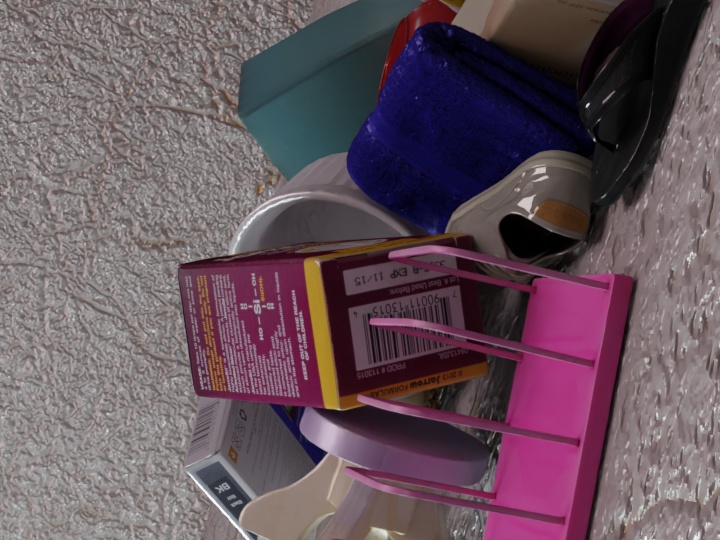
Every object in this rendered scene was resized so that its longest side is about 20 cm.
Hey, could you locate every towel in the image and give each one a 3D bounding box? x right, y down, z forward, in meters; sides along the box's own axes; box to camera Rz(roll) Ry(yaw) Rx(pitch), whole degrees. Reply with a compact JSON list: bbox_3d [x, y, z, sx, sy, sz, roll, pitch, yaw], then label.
[{"bbox_3d":[0.073,-0.081,1.090,0.050,0.147,0.200,-64,3,-28],"label":"towel"}]

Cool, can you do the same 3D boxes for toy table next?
[{"bbox_3d":[0.009,0.163,1.112,0.200,0.183,0.118,11,-81,-59],"label":"toy table"}]

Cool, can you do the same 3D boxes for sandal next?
[{"bbox_3d":[0.162,-0.136,0.924,0.075,0.048,0.201,-97,22,-64],"label":"sandal"}]

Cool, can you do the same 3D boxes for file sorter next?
[{"bbox_3d":[0.065,0.091,0.953,0.139,0.125,0.201,173,109,-77],"label":"file sorter"}]

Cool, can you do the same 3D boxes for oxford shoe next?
[{"bbox_3d":[0.102,-0.018,1.065,0.200,0.075,0.058,133,152,-64],"label":"oxford shoe"}]

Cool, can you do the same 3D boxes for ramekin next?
[{"bbox_3d":[0.000,0.000,1.278,0.098,0.200,0.201,-54,-13,-50],"label":"ramekin"}]

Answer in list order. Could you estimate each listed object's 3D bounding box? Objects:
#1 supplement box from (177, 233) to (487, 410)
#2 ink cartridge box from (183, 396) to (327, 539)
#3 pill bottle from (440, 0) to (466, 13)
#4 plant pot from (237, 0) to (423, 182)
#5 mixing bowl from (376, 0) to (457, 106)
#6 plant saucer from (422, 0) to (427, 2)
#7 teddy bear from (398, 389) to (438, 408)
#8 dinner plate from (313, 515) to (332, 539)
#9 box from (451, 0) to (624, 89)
[{"bbox_3d":[-0.023,0.033,1.106,0.200,0.131,0.104,-3,97,55],"label":"supplement box"},{"bbox_3d":[-0.063,0.157,1.314,0.043,0.200,0.198,-26,29,21],"label":"ink cartridge box"},{"bbox_3d":[0.085,-0.255,1.133,0.200,0.112,0.113,55,-135,-76],"label":"pill bottle"},{"bbox_3d":[0.008,-0.169,1.442,0.200,0.141,0.141,-33,24,13],"label":"plant pot"},{"bbox_3d":[0.076,-0.150,1.293,0.200,0.108,0.201,-167,90,-82],"label":"mixing bowl"},{"bbox_3d":[0.115,-0.314,1.341,0.201,0.051,0.201,-60,12,20],"label":"plant saucer"},{"bbox_3d":[0.035,0.093,1.409,0.200,0.066,0.146,-132,45,-71],"label":"teddy bear"},{"bbox_3d":[0.002,0.262,1.255,0.200,0.024,0.201,-5,-90,-73],"label":"dinner plate"},{"bbox_3d":[0.126,-0.170,1.056,0.200,0.095,0.078,122,158,-69],"label":"box"}]
